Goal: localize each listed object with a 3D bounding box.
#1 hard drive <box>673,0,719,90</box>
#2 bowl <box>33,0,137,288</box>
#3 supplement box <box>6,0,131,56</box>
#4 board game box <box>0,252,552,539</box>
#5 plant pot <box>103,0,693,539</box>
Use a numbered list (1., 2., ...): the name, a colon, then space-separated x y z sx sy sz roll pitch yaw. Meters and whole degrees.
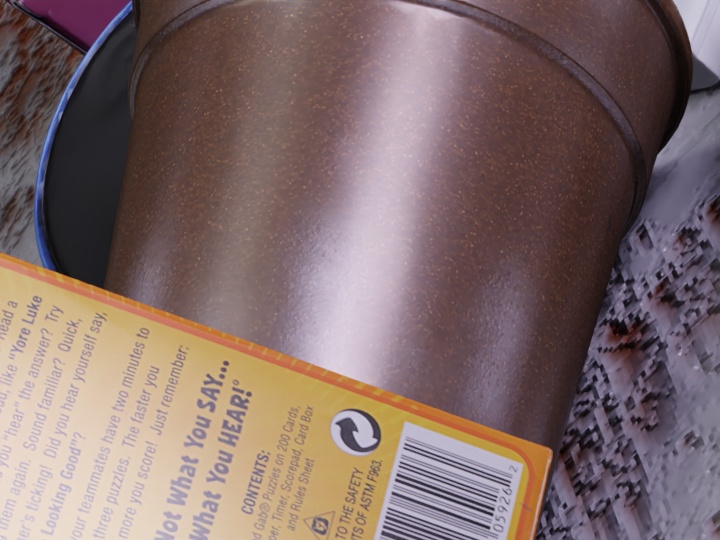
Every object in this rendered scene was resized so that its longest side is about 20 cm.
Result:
1. hard drive: 0.122 -0.152 1.069 0.132 0.027 0.200 -9 51 53
2. bowl: -0.056 -0.053 1.149 0.200 0.039 0.201 -19 56 30
3. supplement box: -0.116 -0.154 1.317 0.103 0.131 0.200 -52 29 2
4. board game box: -0.085 0.145 0.788 0.200 0.200 0.200 120 169 -55
5. plant pot: 0.000 0.000 0.909 0.200 0.200 0.198 -23 44 43
